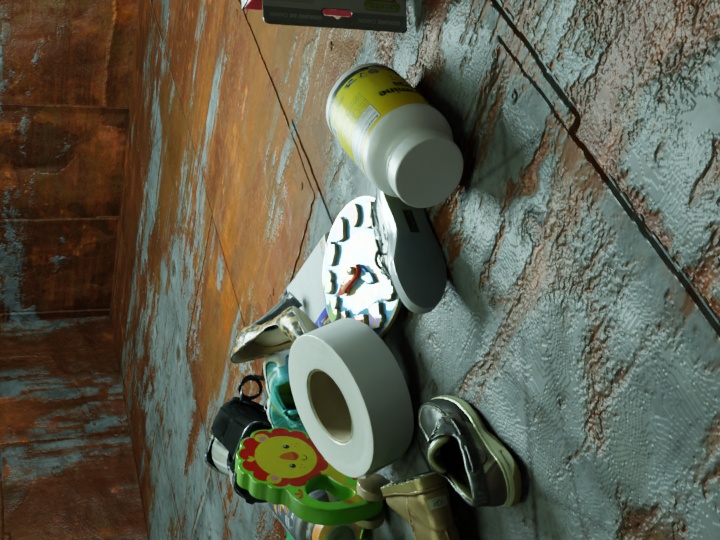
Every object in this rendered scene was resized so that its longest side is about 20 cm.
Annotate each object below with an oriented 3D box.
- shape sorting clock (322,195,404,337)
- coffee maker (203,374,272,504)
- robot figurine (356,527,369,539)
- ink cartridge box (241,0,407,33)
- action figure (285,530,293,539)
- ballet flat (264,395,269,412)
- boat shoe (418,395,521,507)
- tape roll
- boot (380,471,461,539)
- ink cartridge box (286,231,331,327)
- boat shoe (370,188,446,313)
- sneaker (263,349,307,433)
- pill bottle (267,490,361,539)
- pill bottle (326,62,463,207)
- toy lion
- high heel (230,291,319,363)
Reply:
[{"bbox_3d":[0.000,0.000,1.266,0.199,0.039,0.204,1,91,55],"label":"shape sorting clock"},{"bbox_3d":[-0.197,0.301,1.687,0.199,0.133,0.196,-175,83,-66],"label":"coffee maker"},{"bbox_3d":[0.011,0.447,1.225,0.176,0.115,0.202,-49,43,28],"label":"robot figurine"},{"bbox_3d":[-0.048,-0.376,1.164,0.084,0.197,0.179,165,102,-67],"label":"ink cartridge box"},{"bbox_3d":[-0.066,0.469,1.493,0.199,0.054,0.120,-26,67,58],"label":"action figure"},{"bbox_3d":[-0.117,0.189,1.579,0.201,0.056,0.067,111,147,-44],"label":"ballet flat"},{"bbox_3d":[0.105,0.197,1.035,0.201,0.065,0.073,-140,51,-60],"label":"boat shoe"},{"bbox_3d":[-0.015,0.170,1.244,0.202,0.070,0.205,34,134,44],"label":"tape roll"},{"bbox_3d":[0.085,0.345,1.102,0.175,0.065,0.203,120,136,-75],"label":"boot"},{"bbox_3d":[-0.052,0.075,1.431,0.200,0.046,0.201,127,134,-59],"label":"ink cartridge box"},{"bbox_3d":[0.048,-0.023,1.135,0.068,0.073,0.201,-59,39,46],"label":"boat shoe"},{"bbox_3d":[-0.113,0.219,1.493,0.080,0.076,0.202,-120,14,-52],"label":"sneaker"},{"bbox_3d":[-0.067,0.366,1.418,0.199,0.105,0.108,-158,67,-64],"label":"pill bottle"},{"bbox_3d":[0.041,-0.157,1.093,0.201,0.111,0.114,-125,39,-51],"label":"pill bottle"},{"bbox_3d":[-0.078,0.290,1.326,0.200,0.189,0.070,-131,44,-55],"label":"toy lion"},{"bbox_3d":[-0.130,0.116,1.393,0.142,0.071,0.200,-44,21,0],"label":"high heel"}]
